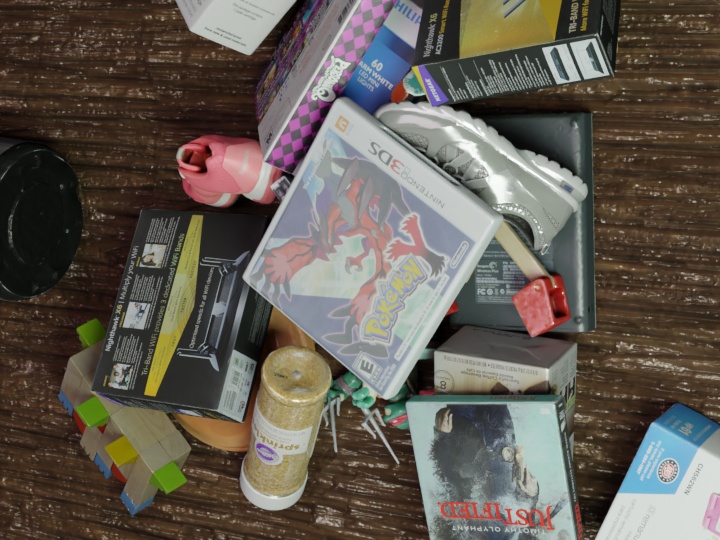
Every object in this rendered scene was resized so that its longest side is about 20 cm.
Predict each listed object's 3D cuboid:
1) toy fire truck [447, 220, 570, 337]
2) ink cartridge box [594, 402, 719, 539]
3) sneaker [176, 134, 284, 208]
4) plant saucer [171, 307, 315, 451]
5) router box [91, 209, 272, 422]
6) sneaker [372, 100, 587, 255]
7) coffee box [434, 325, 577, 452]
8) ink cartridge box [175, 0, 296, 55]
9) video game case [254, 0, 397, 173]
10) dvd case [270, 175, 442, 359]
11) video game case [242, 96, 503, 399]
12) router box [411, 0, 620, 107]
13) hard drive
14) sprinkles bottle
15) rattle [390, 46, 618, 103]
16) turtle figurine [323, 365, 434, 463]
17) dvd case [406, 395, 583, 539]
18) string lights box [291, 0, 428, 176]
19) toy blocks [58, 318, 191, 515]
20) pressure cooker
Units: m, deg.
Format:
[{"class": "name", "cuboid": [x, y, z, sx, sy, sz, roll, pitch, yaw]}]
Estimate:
[{"class": "toy fire truck", "cuboid": [0.092, -0.018, 1.321, 0.141, 0.049, 0.200, -28, 83, 28]}, {"class": "ink cartridge box", "cuboid": [0.323, 0.230, 1.251, 0.200, 0.085, 0.145, 28, 109, 20]}, {"class": "sneaker", "cuboid": [-0.146, -0.108, 1.412, 0.200, 0.087, 0.074, 0, 77, 63]}, {"class": "plant saucer", "cuboid": [-0.140, 0.093, 1.502, 0.200, 0.037, 0.201, 4, 99, 27]}, {"class": "router box", "cuboid": [-0.169, 0.042, 1.436, 0.157, 0.052, 0.200, 5, 73, 30]}, {"class": "sneaker", "cuboid": [0.097, -0.083, 1.252, 0.200, 0.075, 0.082, 26, 83, -1]}, {"class": "coffee box", "cuboid": [0.133, 0.163, 1.327, 0.113, 0.080, 0.201, 7, 109, 26]}, {"class": "ink cartridge box", "cuboid": [-0.097, -0.332, 1.368, 0.200, 0.084, 0.145, -46, 51, 25]}, {"class": "video game case", "cuboid": [-0.035, -0.212, 1.337, 0.036, 0.181, 0.200, 25, 113, -20]}, {"class": "dvd case", "cuboid": [0.000, 0.000, 1.356, 0.022, 0.146, 0.200, -38, 78, 11]}, {"class": "video game case", "cuboid": [0.005, -0.019, 1.253, 0.182, 0.023, 0.200, 39, 117, 19]}, {"class": "router box", "cuboid": [0.135, -0.235, 1.195, 0.157, 0.052, 0.200, -8, 50, 24]}, {"class": "hard drive", "cuboid": [0.147, -0.046, 1.335, 0.139, 0.033, 0.201, 2, 98, 28]}, {"class": "sprinkles bottle", "cuboid": [-0.075, 0.156, 1.408, 0.068, 0.068, 0.200, 37, 143, 19]}, {"class": "rattle", "cuboid": [0.120, -0.225, 1.253, 0.199, 0.130, 0.143, -4, 108, 7]}, {"class": "turtle figurine", "cuboid": [0.003, 0.092, 1.396, 0.200, 0.101, 0.150, 65, 159, 8]}, {"class": "dvd case", "cuboid": [0.124, 0.207, 1.277, 0.146, 0.022, 0.201, -2, 107, 29]}, {"class": "string lights box", "cuboid": [0.022, -0.162, 1.345, 0.059, 0.103, 0.200, 40, 113, 19]}, {"class": "toy blocks", "cuboid": [-0.257, 0.169, 1.532, 0.200, 0.100, 0.137, 52, 148, 13]}, {"class": "pressure cooker", "cuboid": [-0.424, -0.060, 1.553, 0.200, 0.176, 0.179, 10, 128, 27]}]
